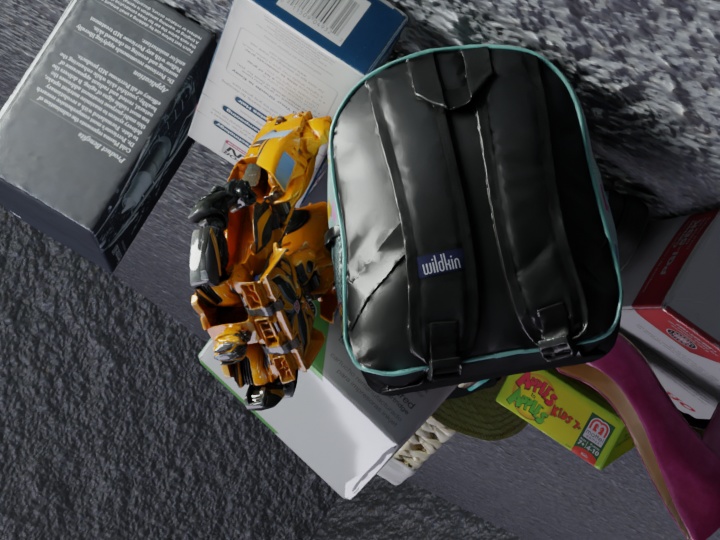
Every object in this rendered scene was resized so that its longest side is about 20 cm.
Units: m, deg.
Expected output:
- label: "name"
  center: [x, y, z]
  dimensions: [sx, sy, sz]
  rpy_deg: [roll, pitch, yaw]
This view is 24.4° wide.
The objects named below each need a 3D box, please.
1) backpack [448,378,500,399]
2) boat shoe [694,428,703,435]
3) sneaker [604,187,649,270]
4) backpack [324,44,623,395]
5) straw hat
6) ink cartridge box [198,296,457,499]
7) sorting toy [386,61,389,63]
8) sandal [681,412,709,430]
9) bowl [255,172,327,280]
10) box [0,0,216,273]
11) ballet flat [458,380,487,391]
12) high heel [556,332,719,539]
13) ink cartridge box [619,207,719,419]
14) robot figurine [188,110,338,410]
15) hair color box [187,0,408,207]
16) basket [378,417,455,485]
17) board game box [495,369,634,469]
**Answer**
- label: "backpack"
  center: [0.025, 0.019, 1.437]
  dimensions: [0.127, 0.167, 0.200]
  rpy_deg: [91, 164, -77]
- label: "boat shoe"
  center: [0.321, 0.137, 1.458]
  dimensions: [0.066, 0.074, 0.200]
  rpy_deg: [19, 171, 1]
- label: "sneaker"
  center: [0.131, -0.030, 1.191]
  dimensions: [0.079, 0.075, 0.200]
  rpy_deg: [26, 162, -12]
- label: "backpack"
  center: [0.066, -0.032, 1.025]
  dimensions: [0.176, 0.200, 0.153]
  rpy_deg: [-11, 173, 5]
- label: "straw hat"
  center: [0.115, 0.052, 1.545]
  dimensions: [0.201, 0.201, 0.085]
  rpy_deg: [34, 129, -9]
- label: "ink cartridge box"
  center: [0.008, 0.041, 1.174]
  dimensions: [0.145, 0.200, 0.084]
  rpy_deg: [43, 134, 5]
- label: "sorting toy"
  center: [0.035, -0.105, 1.224]
  dimensions: [0.200, 0.036, 0.185]
  rpy_deg: [31, 170, 5]
- label: "sandal"
  center: [0.258, 0.098, 1.301]
  dimensions: [0.200, 0.048, 0.075]
  rpy_deg: [9, 158, -12]
- label: "bowl"
  center: [0.000, 0.000, 1.315]
  dimensions: [0.201, 0.039, 0.201]
  rpy_deg: [14, 122, 23]
- label: "box"
  center: [-0.221, -0.124, 1.436]
  dimensions: [0.124, 0.197, 0.200]
  rpy_deg: [32, 170, 2]
- label: "ballet flat"
  center: [0.119, 0.041, 1.382]
  dimensions: [0.069, 0.069, 0.200]
  rpy_deg: [28, -153, 19]
- label: "high heel"
  center: [0.175, 0.101, 1.146]
  dimensions: [0.200, 0.096, 0.067]
  rpy_deg: [31, 169, 12]
- label: "ink cartridge box"
  center: [0.240, 0.035, 1.147]
  dimensions: [0.147, 0.083, 0.200]
  rpy_deg: [35, 170, -11]
- label: "robot figurine"
  center: [-0.050, -0.009, 1.032]
  dimensions: [0.058, 0.200, 0.145]
  rpy_deg: [-10, 123, 20]
- label: "hair color box"
  center: [-0.047, -0.130, 1.130]
  dimensions: [0.100, 0.061, 0.200]
  rpy_deg: [34, 153, 0]
- label: "basket"
  center: [0.030, 0.084, 1.638]
  dimensions: [0.136, 0.123, 0.200]
  rpy_deg: [35, -148, -26]
- label: "board game box"
  center: [0.202, 0.098, 1.381]
  dimensions: [0.102, 0.048, 0.200]
  rpy_deg: [34, -159, 21]
